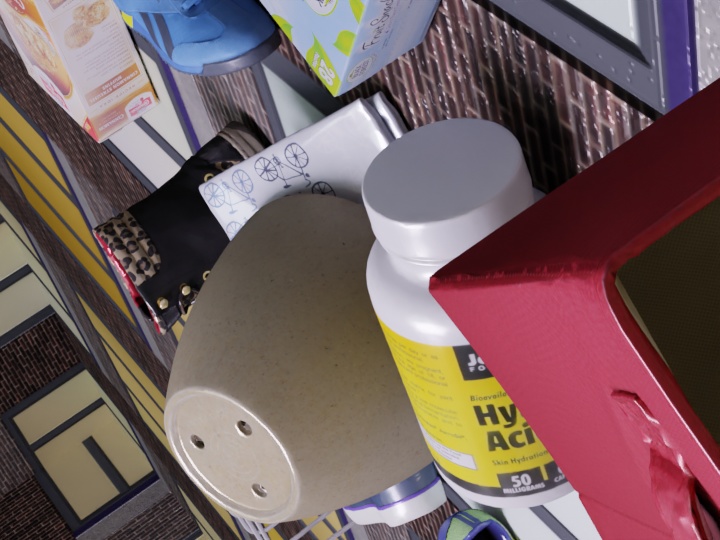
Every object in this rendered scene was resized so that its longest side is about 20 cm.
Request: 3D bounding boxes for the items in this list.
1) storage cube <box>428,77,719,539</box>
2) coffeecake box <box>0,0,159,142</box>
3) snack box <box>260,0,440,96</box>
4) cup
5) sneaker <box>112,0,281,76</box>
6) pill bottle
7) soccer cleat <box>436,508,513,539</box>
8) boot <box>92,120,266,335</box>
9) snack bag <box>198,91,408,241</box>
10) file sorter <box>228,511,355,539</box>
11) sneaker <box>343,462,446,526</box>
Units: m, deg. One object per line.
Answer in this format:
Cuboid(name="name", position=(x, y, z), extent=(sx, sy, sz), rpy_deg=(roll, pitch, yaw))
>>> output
Cuboid(name="storage cube", position=(0.149, 0.023, 0.399), extent=(0.171, 0.200, 0.180), rpy_deg=(56, 171, -4))
Cuboid(name="coffeecake box", position=(-0.278, -0.239, 1.361), extent=(0.153, 0.073, 0.200), rpy_deg=(41, 159, 40))
Cuboid(name="snack box", position=(-0.036, -0.206, 0.718), extent=(0.200, 0.068, 0.169), rpy_deg=(52, 163, 9))
Cuboid(name="cup", position=(-0.040, 0.074, 0.936), extent=(0.200, 0.143, 0.201), rpy_deg=(22, 134, 25))
Cuboid(name="sneaker", position=(-0.124, -0.192, 1.014), extent=(0.200, 0.066, 0.079), rpy_deg=(38, 153, 48))
Cuboid(name="pill bottle", position=(0.067, 0.023, 0.787), extent=(0.111, 0.111, 0.200), rpy_deg=(38, 157, 48))
Cuboid(name="soccer cleat", position=(0.130, 0.283, 1.214), extent=(0.200, 0.065, 0.084), rpy_deg=(57, 162, -2))
Cuboid(name="boot", position=(-0.098, 0.001, 1.161), extent=(0.200, 0.150, 0.073), rpy_deg=(56, 165, 0))
Cuboid(name="snack bag", position=(0.000, 0.000, 0.967), extent=(0.188, 0.021, 0.200), rpy_deg=(-21, 105, 47))
Cuboid(name="file sorter", position=(-0.098, 0.217, 1.653), extent=(0.200, 0.124, 0.139), rpy_deg=(28, 149, 58))
Cuboid(name="sneaker", position=(0.005, 0.140, 1.293), extent=(0.147, 0.080, 0.200), rpy_deg=(64, 168, 0))
